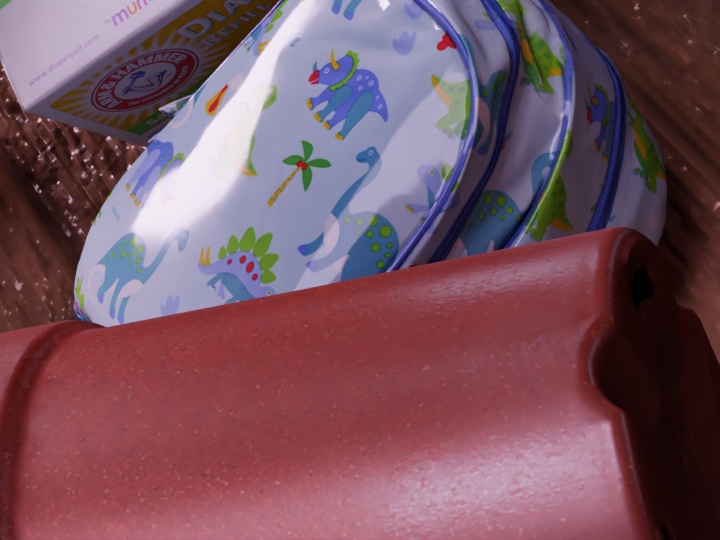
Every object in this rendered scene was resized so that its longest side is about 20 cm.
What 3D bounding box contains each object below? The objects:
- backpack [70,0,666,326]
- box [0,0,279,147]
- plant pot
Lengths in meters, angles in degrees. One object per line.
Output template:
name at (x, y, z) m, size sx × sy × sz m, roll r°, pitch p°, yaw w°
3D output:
backpack at (0.000, 0.000, 0.873) m, size 0.200 × 0.154 × 0.163 m, roll -37°, pitch 40°, yaw 0°
box at (-0.029, -0.135, 0.961) m, size 0.200 × 0.112 × 0.102 m, roll -32°, pitch 70°, yaw 21°
plant pot at (-0.004, 0.085, 0.706) m, size 0.194 × 0.201 × 0.201 m, roll -17°, pitch 55°, yaw 16°
